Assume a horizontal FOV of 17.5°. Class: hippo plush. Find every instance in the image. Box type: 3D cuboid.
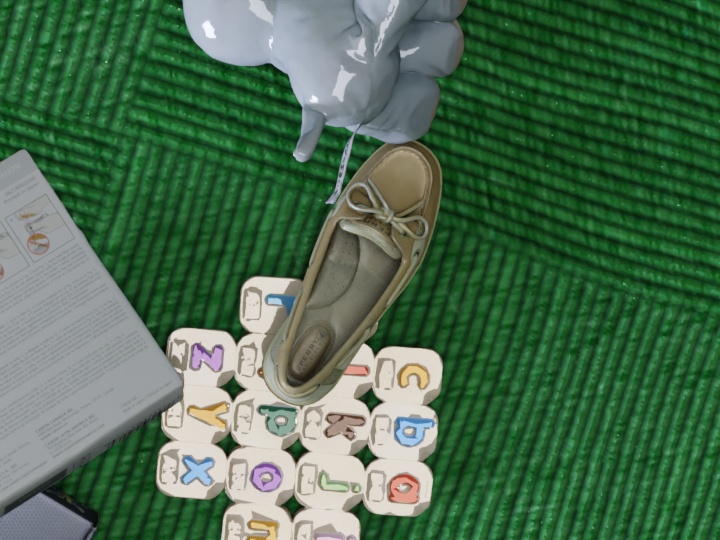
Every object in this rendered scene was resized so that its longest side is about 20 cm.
[{"bbox_3d":[-0.033,-0.158,1.563,0.160,0.159,0.201,25,78,23],"label":"hippo plush"}]

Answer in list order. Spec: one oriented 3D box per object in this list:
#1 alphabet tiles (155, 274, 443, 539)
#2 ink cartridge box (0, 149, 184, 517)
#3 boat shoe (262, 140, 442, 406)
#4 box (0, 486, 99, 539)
[{"bbox_3d":[-0.043,0.105,1.637,0.194,0.015,0.202,4,96,-5],"label":"alphabet tiles"},{"bbox_3d":[-0.238,0.044,1.585,0.162,0.057,0.200,-32,77,-18],"label":"ink cartridge box"},{"bbox_3d":[-0.003,-0.001,1.590,0.073,0.063,0.201,33,81,-2],"label":"boat shoe"},{"bbox_3d":[-0.302,0.189,1.607,0.199,0.051,0.158,31,92,-7],"label":"box"}]
